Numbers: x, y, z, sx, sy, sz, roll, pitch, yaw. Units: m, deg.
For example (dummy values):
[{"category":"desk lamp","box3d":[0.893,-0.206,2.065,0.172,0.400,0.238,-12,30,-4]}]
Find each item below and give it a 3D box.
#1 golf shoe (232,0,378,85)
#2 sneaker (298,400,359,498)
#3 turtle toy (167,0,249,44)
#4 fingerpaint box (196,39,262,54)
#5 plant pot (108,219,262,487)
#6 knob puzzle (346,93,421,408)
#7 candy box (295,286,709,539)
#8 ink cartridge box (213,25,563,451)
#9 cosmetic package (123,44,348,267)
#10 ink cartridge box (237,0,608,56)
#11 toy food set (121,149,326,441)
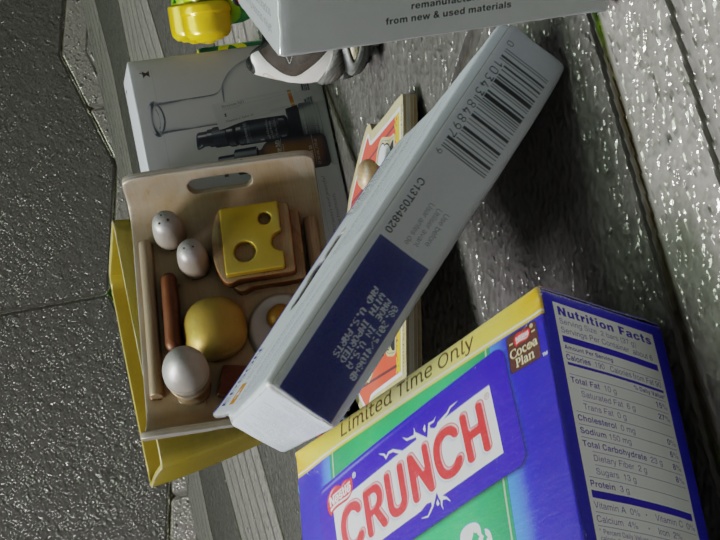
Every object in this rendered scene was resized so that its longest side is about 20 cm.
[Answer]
[{"category":"golf shoe","box3d":[-0.049,-0.222,0.882,0.078,0.093,0.203,142,119,-76]},{"category":"sneaker","box3d":[0.008,0.126,0.978,0.200,0.078,0.097,157,116,-69]},{"category":"turtle toy","box3d":[-0.110,-0.260,1.080,0.200,0.100,0.148,-149,50,-73]},{"category":"fingerpaint box","box3d":[-0.110,-0.097,1.256,0.200,0.072,0.169,127,132,-72]},{"category":"plant pot","box3d":[-0.112,0.061,1.162,0.200,0.174,0.202,129,129,-73]},{"category":"knob puzzle","box3d":[0.000,0.000,0.882,0.220,0.030,0.223,-178,90,-78]},{"category":"candy box","box3d":[0.055,0.135,0.532,0.169,0.076,0.202,-40,43,40]},{"category":"ink cartridge box","box3d":[0.007,-0.004,0.664,0.040,0.201,0.200,34,165,-5]},{"category":"cosmetic package","box3d":[-0.091,-0.069,1.039,0.052,0.149,0.203,135,123,-73]},{"category":"ink cartridge box","box3d":[0.011,-0.211,0.533,0.146,0.143,0.202,-123,27,-58]},{"category":"toy food set","box3d":[-0.090,0.015,0.936,0.061,0.142,0.202,82,179,-66]}]
